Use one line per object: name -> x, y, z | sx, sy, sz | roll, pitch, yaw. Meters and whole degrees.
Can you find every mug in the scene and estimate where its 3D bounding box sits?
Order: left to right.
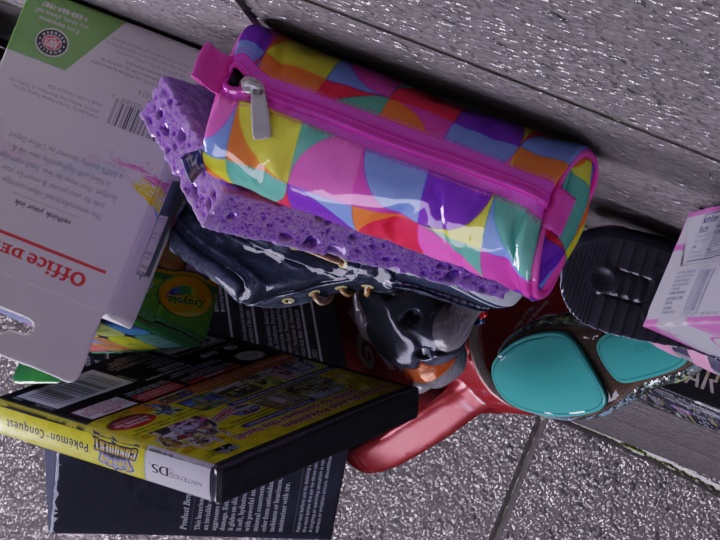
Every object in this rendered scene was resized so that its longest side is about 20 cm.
mug -> 0.076, 0.059, 1.863 | 0.133, 0.179, 0.200 | 13, 175, -23

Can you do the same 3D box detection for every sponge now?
sponge -> -0.014, -0.043, 1.482 | 0.199, 0.030, 0.112 | 14, -153, -34

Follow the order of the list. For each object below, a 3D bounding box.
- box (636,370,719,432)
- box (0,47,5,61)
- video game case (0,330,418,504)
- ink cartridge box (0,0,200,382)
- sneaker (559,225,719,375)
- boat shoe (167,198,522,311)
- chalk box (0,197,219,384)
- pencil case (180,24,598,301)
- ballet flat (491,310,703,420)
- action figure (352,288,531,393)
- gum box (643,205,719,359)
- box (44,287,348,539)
box -> 0.250, 0.085, 2.082 | 0.160, 0.044, 0.200 | 21, 175, 15
box -> -0.163, -0.093, 1.955 | 0.199, 0.050, 0.198 | 21, 175, 30
video game case -> -0.093, 0.086, 1.699 | 0.180, 0.026, 0.200 | 13, -160, 34
ink cartridge box -> -0.166, -0.044, 1.570 | 0.117, 0.201, 0.067 | 21, 176, 10
sneaker -> 0.205, 0.023, 1.532 | 0.199, 0.070, 0.082 | 25, -168, -3
boat shoe -> -0.008, -0.009, 1.577 | 0.200, 0.091, 0.071 | 27, -158, -3
chalk box -> -0.163, -0.020, 1.715 | 0.124, 0.201, 0.125 | 25, 163, -37
pencil case -> 0.015, -0.054, 1.351 | 0.199, 0.089, 0.088 | 20, 175, 12
ballet flat -> 0.161, 0.046, 1.690 | 0.074, 0.075, 0.200 | 24, 159, -28
action figure -> 0.000, 0.000, 1.713 | 0.199, 0.105, 0.194 | -2, 132, 48
gum box -> 0.215, 0.019, 1.311 | 0.113, 0.066, 0.200 | 24, 176, -6
box -> -0.119, 0.077, 1.901 | 0.197, 0.124, 0.200 | 3, -144, -10
